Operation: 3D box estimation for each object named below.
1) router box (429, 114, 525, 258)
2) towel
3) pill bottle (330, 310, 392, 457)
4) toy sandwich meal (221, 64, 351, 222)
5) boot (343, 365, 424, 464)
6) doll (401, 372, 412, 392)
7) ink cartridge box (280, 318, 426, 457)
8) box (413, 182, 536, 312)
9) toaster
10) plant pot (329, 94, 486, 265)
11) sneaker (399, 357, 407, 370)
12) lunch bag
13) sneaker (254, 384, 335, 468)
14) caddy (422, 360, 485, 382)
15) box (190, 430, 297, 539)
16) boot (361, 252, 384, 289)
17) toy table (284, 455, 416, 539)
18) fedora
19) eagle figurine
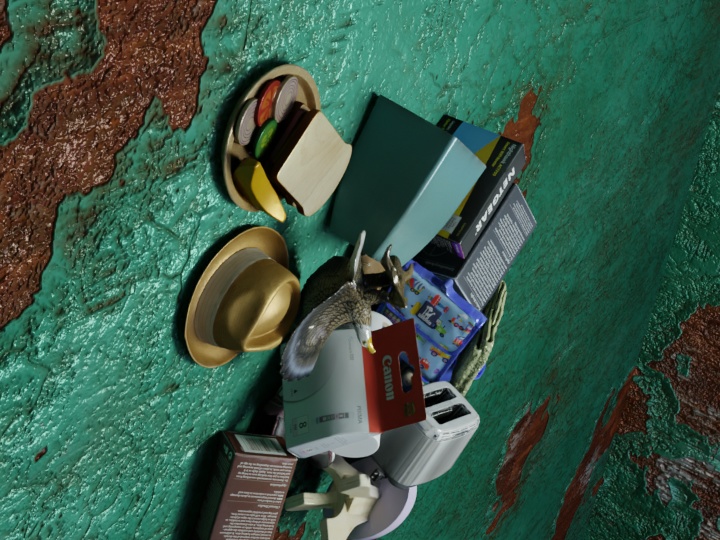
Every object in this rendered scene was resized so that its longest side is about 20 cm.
[{"bbox_3d":[0.147,-0.134,1.600,0.201,0.148,0.051,-56,152,-19],"label":"router box"},{"bbox_3d":[0.196,0.123,1.710,0.201,0.036,0.150,111,2,-54],"label":"towel"},{"bbox_3d":[-0.007,0.168,1.520,0.112,0.109,0.202,77,14,-50],"label":"pill bottle"},{"bbox_3d":[-0.089,-0.149,1.250,0.205,0.070,0.207,-41,144,-39],"label":"toy sandwich meal"},{"bbox_3d":[0.042,0.252,1.806,0.200,0.072,0.183,-47,162,-20],"label":"boot"},{"bbox_3d":[0.043,0.221,1.679,0.137,0.048,0.199,-58,157,14],"label":"doll"},{"bbox_3d":[-0.015,0.155,1.425,0.057,0.198,0.165,38,37,-48],"label":"ink cartridge box"},{"bbox_3d":[0.169,-0.047,1.688,0.201,0.147,0.107,-55,135,-19],"label":"box"},{"bbox_3d":[0.098,0.257,1.622,0.199,0.114,0.130,-6,135,-51],"label":"toaster"},{"bbox_3d":[0.056,-0.113,1.470,0.202,0.141,0.141,-59,153,3],"label":"plant pot"},{"bbox_3d":[0.021,0.168,1.714,0.199,0.070,0.079,-19,134,-48],"label":"sneaker"},{"bbox_3d":[0.113,0.068,1.628,0.094,0.150,0.201,-46,170,-33],"label":"lunch bag"},{"bbox_3d":[-0.110,0.253,1.550,0.115,0.075,0.202,-41,135,-29],"label":"sneaker"},{"bbox_3d":[0.156,0.134,1.885,0.199,0.104,0.144,9,80,-62],"label":"caddy"},{"bbox_3d":[-0.169,0.335,1.453,0.099,0.075,0.203,11,103,-28],"label":"box"},{"bbox_3d":[0.000,0.000,1.552,0.200,0.073,0.076,-50,131,-36],"label":"boot"},{"bbox_3d":[-0.021,0.363,1.659,0.116,0.186,0.199,18,135,-42],"label":"toy table"},{"bbox_3d":[-0.136,0.046,1.308,0.200,0.081,0.203,-40,143,-39],"label":"fedora"},{"bbox_3d":[-0.028,0.051,1.379,0.152,0.197,0.153,35,39,-64],"label":"eagle figurine"}]
